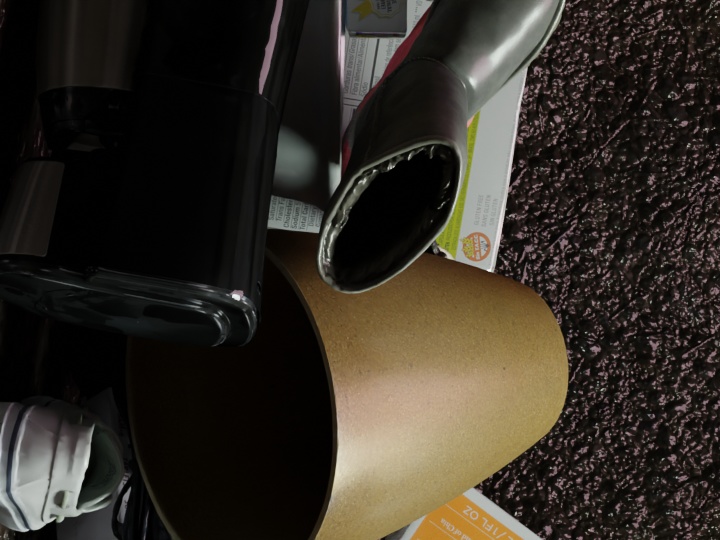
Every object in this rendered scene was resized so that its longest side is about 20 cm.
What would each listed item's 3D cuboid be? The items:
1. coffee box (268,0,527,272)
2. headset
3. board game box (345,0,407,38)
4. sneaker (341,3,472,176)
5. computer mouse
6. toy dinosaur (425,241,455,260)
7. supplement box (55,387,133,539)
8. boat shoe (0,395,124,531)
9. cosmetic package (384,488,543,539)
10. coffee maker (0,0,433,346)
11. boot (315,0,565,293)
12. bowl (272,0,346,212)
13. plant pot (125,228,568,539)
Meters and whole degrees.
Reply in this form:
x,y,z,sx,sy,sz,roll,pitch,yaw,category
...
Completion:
x,y,z,sx,sy,sz,roll,pitch,yaw,category
-0.016,-0.121,1.822,0.200,0.197,0.200,-147,-115,-77,coffee box
-0.141,0.016,1.714,0.200,0.094,0.124,121,-16,-59,headset
0.011,-0.232,1.641,0.134,0.034,0.200,-75,166,-86,board game box
0.027,-0.091,1.658,0.200,0.074,0.087,-60,167,29,sneaker
-0.052,0.114,1.643,0.200,0.053,0.139,7,75,-48,computer mouse
0.000,0.000,1.660,0.088,0.200,0.048,-27,-102,53,toy dinosaur
-0.082,0.147,1.697,0.061,0.200,0.109,-31,-126,37,supplement box
-0.158,0.106,1.543,0.200,0.067,0.074,24,75,-86,boat shoe
0.031,0.235,1.821,0.200,0.101,0.071,-55,-178,-20,cosmetic package
-0.077,-0.071,1.413,0.135,0.192,0.200,36,59,-64,coffee maker
0.042,-0.089,1.496,0.182,0.073,0.200,-59,179,16,boot
-0.053,-0.128,1.611,0.201,0.090,0.201,-179,-90,-90,bowl
0.008,0.059,1.560,0.186,0.200,0.187,13,-73,50,plant pot
